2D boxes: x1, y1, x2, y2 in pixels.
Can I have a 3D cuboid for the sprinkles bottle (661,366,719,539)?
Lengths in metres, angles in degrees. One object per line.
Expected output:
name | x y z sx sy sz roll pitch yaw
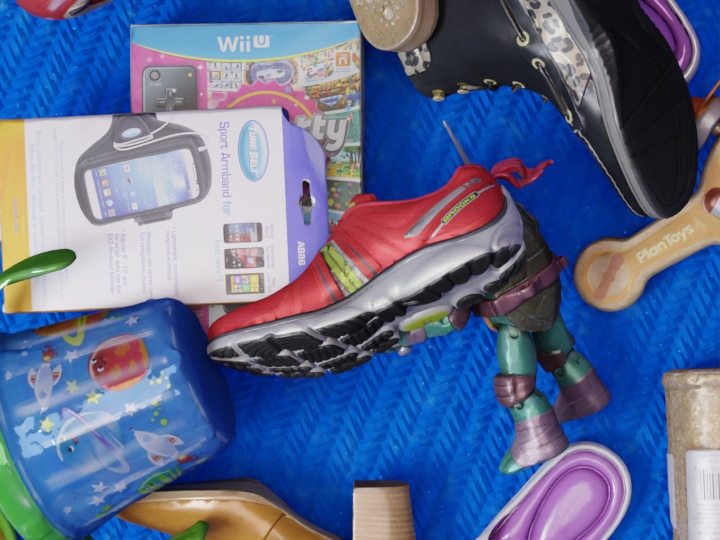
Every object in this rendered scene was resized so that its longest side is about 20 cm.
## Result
sprinkles bottle | 0.224 0.160 1.382 0.068 0.068 0.200 -3 87 3

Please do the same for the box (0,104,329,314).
box | -0.118 -0.036 1.364 0.200 0.041 0.119 -2 89 3

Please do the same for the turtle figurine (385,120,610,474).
turtle figurine | 0.078 0.013 1.360 0.150 0.101 0.200 -32 101 -33

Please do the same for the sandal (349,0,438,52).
sandal | -0.022 -0.229 1.375 0.078 0.070 0.212 -39 64 34

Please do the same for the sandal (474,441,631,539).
sandal | 0.096 0.194 1.397 0.082 0.050 0.203 29 90 4

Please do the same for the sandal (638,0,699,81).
sandal | 0.136 -0.194 1.402 0.203 0.050 0.082 43 91 4

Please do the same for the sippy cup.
sippy cup | -0.148 0.081 1.323 0.130 0.178 0.140 -21 51 8

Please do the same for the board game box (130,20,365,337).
board game box | -0.070 -0.053 1.411 0.147 0.064 0.200 -1 87 3

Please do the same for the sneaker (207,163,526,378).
sneaker | 0.000 0.000 1.311 0.200 0.077 0.085 -24 64 11

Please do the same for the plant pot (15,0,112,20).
plant pot | -0.164 -0.267 1.361 0.200 0.200 0.183 -34 93 2

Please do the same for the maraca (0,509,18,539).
maraca | -0.279 0.220 1.391 0.137 0.107 0.200 11 89 11

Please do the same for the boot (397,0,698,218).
boot | 0.110 -0.118 1.377 0.073 0.154 0.204 -37 106 -40

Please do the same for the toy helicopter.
toy helicopter | 0.215 -0.045 1.390 0.200 0.079 0.132 -31 93 14

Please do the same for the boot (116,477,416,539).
boot | -0.059 0.203 1.398 0.201 0.071 0.144 0 92 6
